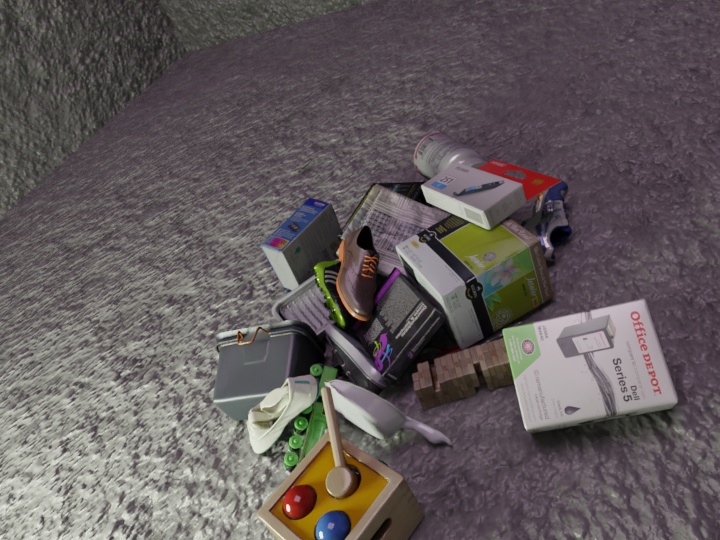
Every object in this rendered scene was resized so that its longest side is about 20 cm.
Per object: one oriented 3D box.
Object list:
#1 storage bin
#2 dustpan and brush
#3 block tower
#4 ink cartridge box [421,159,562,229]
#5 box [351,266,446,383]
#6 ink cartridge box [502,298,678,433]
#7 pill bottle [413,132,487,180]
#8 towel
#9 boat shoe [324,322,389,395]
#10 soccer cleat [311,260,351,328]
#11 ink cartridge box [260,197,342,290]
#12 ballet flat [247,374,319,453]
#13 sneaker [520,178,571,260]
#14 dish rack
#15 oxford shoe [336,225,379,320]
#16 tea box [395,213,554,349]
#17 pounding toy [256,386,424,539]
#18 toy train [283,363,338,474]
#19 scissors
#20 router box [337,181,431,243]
[{"bbox_3d":[-0.176,0.185,1.122,0.199,0.146,0.135,-12,48,19],"label":"storage bin"},{"bbox_3d":[0.045,0.230,0.959,0.199,0.140,0.057,32,67,21],"label":"dustpan and brush"},{"bbox_3d":[0.185,0.160,0.989,0.199,0.058,0.054,-18,37,9],"label":"block tower"},{"bbox_3d":[0.238,-0.163,1.148,0.176,0.045,0.200,-33,32,-14],"label":"ink cartridge box"},{"bbox_3d":[0.061,0.091,1.093,0.143,0.036,0.200,-52,24,7],"label":"box"},{"bbox_3d":[0.317,0.137,0.868,0.199,0.084,0.146,-15,68,15],"label":"ink cartridge box"},{"bbox_3d":[0.213,-0.234,1.408,0.113,0.114,0.200,-30,37,-6],"label":"pill bottle"},{"bbox_3d":[0.071,-0.074,1.268,0.199,0.035,0.193,23,71,17],"label":"towel"},{"bbox_3d":[-0.019,0.165,1.107,0.066,0.070,0.200,-53,43,3],"label":"boat shoe"},{"bbox_3d":[-0.038,0.037,1.201,0.081,0.068,0.200,-16,35,-8],"label":"soccer cleat"},{"bbox_3d":[-0.110,-0.065,1.376,0.076,0.137,0.200,21,56,39],"label":"ink cartridge box"},{"bbox_3d":[-0.145,0.232,1.014,0.200,0.069,0.070,-47,25,31],"label":"ballet flat"},{"bbox_3d":[0.370,-0.092,1.188,0.088,0.075,0.200,19,61,30],"label":"sneaker"},{"bbox_3d":[-0.071,0.069,1.267,0.199,0.044,0.172,-35,38,-12],"label":"dish rack"},{"bbox_3d":[0.000,0.000,1.157,0.073,0.071,0.201,-47,38,39],"label":"oxford shoe"},{"bbox_3d":[0.201,-0.001,1.104,0.196,0.134,0.200,-29,33,-4],"label":"tea box"},{"bbox_3d":[-0.030,0.307,0.865,0.184,0.143,0.200,18,55,43],"label":"pounding toy"},{"bbox_3d":[-0.080,0.249,1.037,0.056,0.042,0.201,14,54,0],"label":"toy train"},{"bbox_3d":[0.187,0.139,1.053,0.199,0.014,0.073,-17,35,11],"label":"scissors"},{"bbox_3d":[0.059,-0.118,1.402,0.149,0.062,0.200,4,46,33],"label":"router box"}]
